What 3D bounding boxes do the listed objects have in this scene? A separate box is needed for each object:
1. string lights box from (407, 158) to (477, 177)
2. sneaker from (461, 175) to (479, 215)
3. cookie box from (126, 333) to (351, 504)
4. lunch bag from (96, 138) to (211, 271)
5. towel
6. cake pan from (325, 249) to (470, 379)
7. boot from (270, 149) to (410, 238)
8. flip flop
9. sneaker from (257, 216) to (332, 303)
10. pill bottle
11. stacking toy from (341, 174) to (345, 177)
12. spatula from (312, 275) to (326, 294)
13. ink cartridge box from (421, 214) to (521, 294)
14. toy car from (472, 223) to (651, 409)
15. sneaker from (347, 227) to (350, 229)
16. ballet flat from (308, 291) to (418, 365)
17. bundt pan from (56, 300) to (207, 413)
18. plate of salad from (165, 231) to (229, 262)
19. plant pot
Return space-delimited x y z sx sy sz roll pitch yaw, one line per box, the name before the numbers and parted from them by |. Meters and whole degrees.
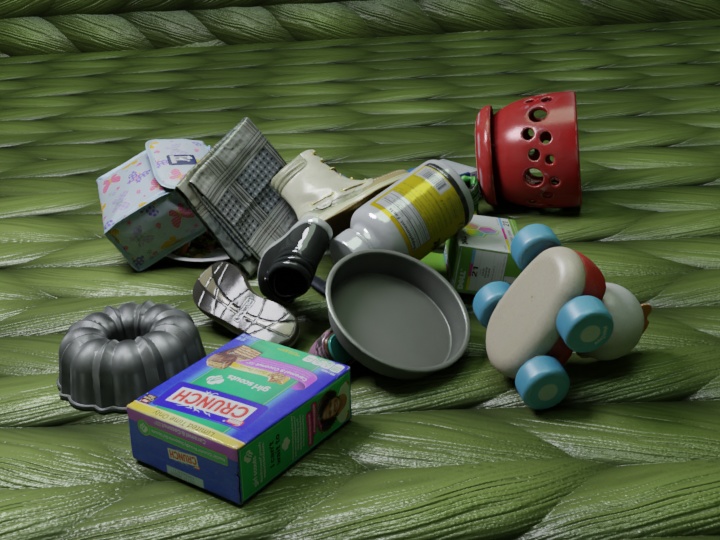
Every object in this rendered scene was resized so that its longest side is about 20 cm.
string lights box | 0.112 -0.145 1.847 0.199 0.060 0.102 -20 28 -34
sneaker | 0.125 -0.123 1.727 0.078 0.086 0.199 15 19 43
cookie box | -0.133 0.160 1.154 0.170 0.076 0.200 14 29 33
lunch bag | -0.323 -0.127 1.671 0.199 0.128 0.170 -29 40 3
towel | -0.175 -0.117 1.612 0.034 0.193 0.200 -13 31 48
cake pan | 0.044 0.058 1.306 0.198 0.037 0.202 14 44 -14
boot | -0.027 -0.137 1.610 0.199 0.072 0.155 -27 53 -15
flip flop | -0.159 0.057 1.422 0.199 0.058 0.081 30 71 30
sneaker | -0.112 0.009 1.429 0.070 0.200 0.100 33 52 -9
pill bottle | 0.056 -0.062 1.439 0.199 0.112 0.111 -35 35 -23
stacking toy | -0.015 -0.118 1.796 0.085 0.086 0.199 -22 36 -37
spatula | -0.088 0.000 1.585 0.056 0.021 0.200 -27 33 -19
ink cartridge box | 0.135 -0.030 1.513 0.198 0.077 0.148 8 23 -3
toy car | 0.273 0.072 1.260 0.198 0.178 0.185 18 27 -27
sneaker | 0.000 0.000 1.497 0.069 0.083 0.200 -7 24 -10
ballet flat | 0.002 0.080 1.350 0.199 0.070 0.071 -27 7 -42
bundt pan | -0.296 0.100 1.317 0.199 0.077 0.202 -2 23 1
plate of salad | -0.247 -0.063 1.723 0.198 0.049 0.200 -3 23 1
plant pot | 0.296 -0.207 1.793 0.180 0.202 0.201 -3 23 10
